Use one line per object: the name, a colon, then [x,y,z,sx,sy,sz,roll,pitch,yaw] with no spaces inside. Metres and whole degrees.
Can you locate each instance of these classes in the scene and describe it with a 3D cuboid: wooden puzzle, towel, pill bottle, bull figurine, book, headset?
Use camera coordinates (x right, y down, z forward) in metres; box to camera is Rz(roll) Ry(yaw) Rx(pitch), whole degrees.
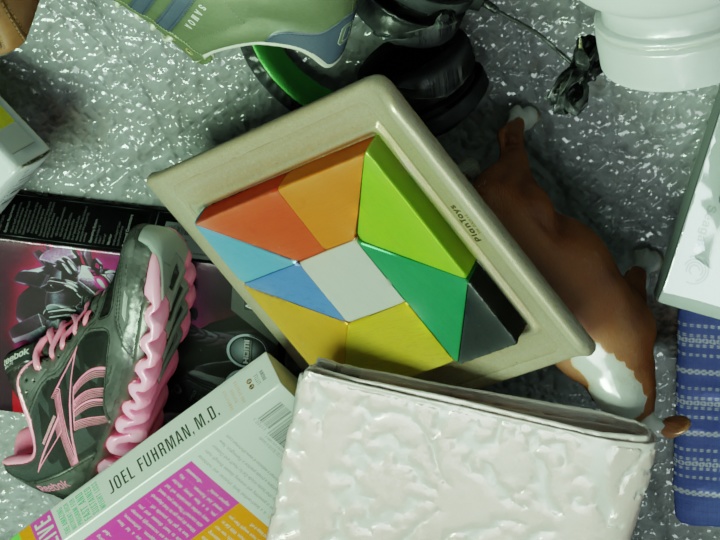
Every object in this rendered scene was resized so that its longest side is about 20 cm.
wooden puzzle: [0.000,0.000,1.476,0.199,0.037,0.185,-18,119,46]
towel: [0.249,0.067,1.610,0.144,0.024,0.201,3,124,8]
towel: [0.043,0.149,1.520,0.190,0.032,0.201,13,118,0]
pill bottle: [0.142,-0.194,1.364,0.111,0.112,0.201,-6,118,12]
bull figurine: [0.112,0.010,1.520,0.065,0.122,0.200,-26,118,24]
book: [-0.094,0.141,1.569,0.199,0.048,0.134,-35,139,8]
headset: [0.027,-0.114,1.460,0.199,0.094,0.124,7,127,17]

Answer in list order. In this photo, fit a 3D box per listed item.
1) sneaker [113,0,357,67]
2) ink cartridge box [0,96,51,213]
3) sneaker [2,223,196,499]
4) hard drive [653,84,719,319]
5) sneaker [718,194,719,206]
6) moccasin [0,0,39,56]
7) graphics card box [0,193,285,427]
sneaker: [-0.094,-0.139,1.414,0.199,0.067,0.090,5,132,19]
ink cartridge box: [-0.293,-0.068,1.551,0.200,0.047,0.198,48,122,7]
sneaker: [-0.149,0.053,1.561,0.095,0.079,0.201,21,125,6]
hard drive: [0.270,-0.020,1.512,0.199,0.026,0.133,16,104,-5]
sneaker: [0.223,-0.096,1.432,0.070,0.082,0.202,3,108,0]
moccasin: [-0.170,-0.200,1.360,0.073,0.202,0.078,13,147,3]
graphics card box: [-0.140,0.025,1.609,0.198,0.051,0.126,7,125,1]
